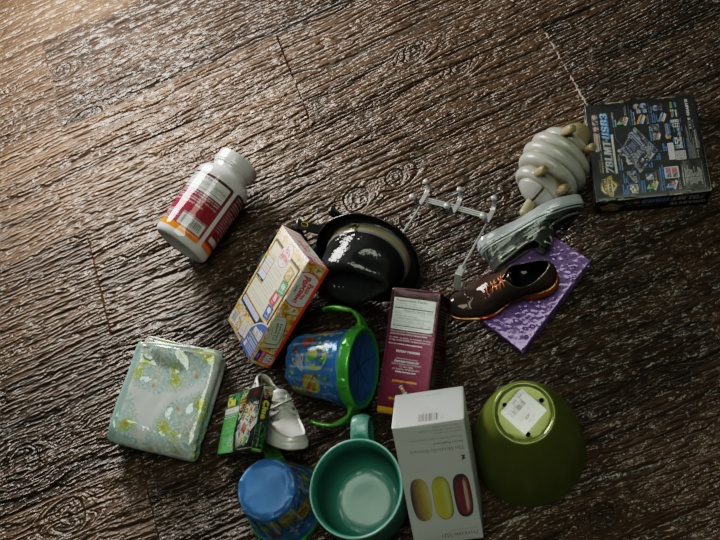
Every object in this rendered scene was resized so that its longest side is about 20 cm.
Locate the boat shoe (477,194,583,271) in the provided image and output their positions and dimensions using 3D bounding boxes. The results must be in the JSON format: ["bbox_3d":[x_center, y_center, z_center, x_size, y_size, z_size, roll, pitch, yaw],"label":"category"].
[{"bbox_3d":[0.299,-0.059,1.615,0.198,0.072,0.072,-28,69,3],"label":"boat shoe"}]

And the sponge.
[{"bbox_3d":[0.294,0.034,1.623,0.111,0.030,0.201,35,78,25],"label":"sponge"}]

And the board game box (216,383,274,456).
[{"bbox_3d":[-0.190,0.249,1.549,0.023,0.200,0.107,14,73,-21],"label":"board game box"}]

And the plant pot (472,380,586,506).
[{"bbox_3d":[0.251,0.246,1.440,0.184,0.200,0.190,-5,65,11],"label":"plant pot"}]

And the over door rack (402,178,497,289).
[{"bbox_3d":[0.144,-0.076,1.663,0.146,0.067,0.201,16,55,19],"label":"over door rack"}]

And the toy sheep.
[{"bbox_3d":[0.336,-0.177,1.652,0.137,0.138,0.201,35,77,24],"label":"toy sheep"}]

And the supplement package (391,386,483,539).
[{"bbox_3d":[0.120,0.297,1.440,0.112,0.110,0.203,-9,107,9],"label":"supplement package"}]

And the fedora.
[{"bbox_3d":[0.000,0.000,1.612,0.198,0.203,0.092,16,41,19],"label":"fedora"}]

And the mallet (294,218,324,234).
[{"bbox_3d":[-0.018,-0.068,1.692,0.197,0.041,0.067,21,66,-9],"label":"mallet"}]

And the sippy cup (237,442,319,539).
[{"bbox_3d":[-0.134,0.363,1.513,0.177,0.131,0.140,33,77,23],"label":"sippy cup"}]

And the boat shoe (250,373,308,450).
[{"bbox_3d":[-0.140,0.229,1.555,0.200,0.070,0.070,34,117,56],"label":"boat shoe"}]

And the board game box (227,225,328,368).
[{"bbox_3d":[-0.146,0.043,1.628,0.202,0.046,0.152,-58,33,12],"label":"board game box"}]

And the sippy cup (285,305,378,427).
[{"bbox_3d":[-0.052,0.160,1.586,0.128,0.141,0.179,0,42,24],"label":"sippy cup"}]

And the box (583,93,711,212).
[{"bbox_3d":[0.504,-0.208,1.675,0.195,0.050,0.203,-6,65,11],"label":"box"}]

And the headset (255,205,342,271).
[{"bbox_3d":[-0.104,-0.032,1.732,0.123,0.094,0.201,39,94,26],"label":"headset"}]

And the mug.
[{"bbox_3d":[0.012,0.343,1.498,0.151,0.115,0.186,29,74,23],"label":"mug"}]

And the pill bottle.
[{"bbox_3d":[-0.284,-0.126,1.778,0.112,0.113,0.201,28,74,22],"label":"pill bottle"}]

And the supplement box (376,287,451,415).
[{"bbox_3d":[0.089,0.136,1.547,0.084,0.110,0.204,6,85,15],"label":"supplement box"}]

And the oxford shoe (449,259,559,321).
[{"bbox_3d":[0.232,0.025,1.582,0.197,0.073,0.072,-22,60,10],"label":"oxford shoe"}]

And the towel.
[{"bbox_3d":[-0.340,0.223,1.669,0.168,0.048,0.203,8,68,17],"label":"towel"}]
